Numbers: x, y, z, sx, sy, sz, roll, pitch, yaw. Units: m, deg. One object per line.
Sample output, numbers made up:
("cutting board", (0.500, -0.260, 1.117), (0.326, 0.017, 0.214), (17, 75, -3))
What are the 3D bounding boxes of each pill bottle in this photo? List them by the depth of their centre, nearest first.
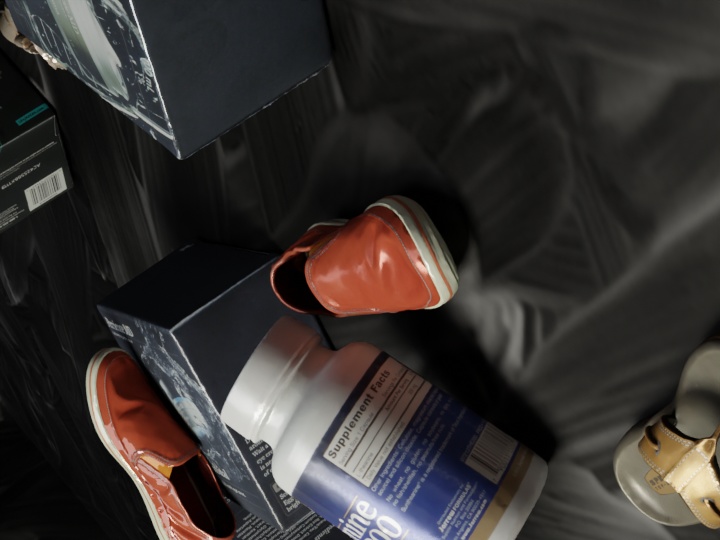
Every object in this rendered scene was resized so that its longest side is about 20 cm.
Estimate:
("pill bottle", (0.012, 0.117, 0.860), (0.199, 0.111, 0.111), (33, 155, 6))

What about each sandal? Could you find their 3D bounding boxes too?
("sandal", (0.162, 0.092, 0.652), (0.082, 0.054, 0.200), (51, 159, 10))

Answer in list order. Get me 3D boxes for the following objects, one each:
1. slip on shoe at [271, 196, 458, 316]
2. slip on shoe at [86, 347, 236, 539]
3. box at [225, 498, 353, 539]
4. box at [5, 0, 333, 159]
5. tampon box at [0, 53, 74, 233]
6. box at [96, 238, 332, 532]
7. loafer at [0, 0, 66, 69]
("slip on shoe", (0.000, 0.000, 0.833), (0.075, 0.061, 0.199), (61, 157, -12))
("slip on shoe", (-0.165, 0.153, 1.118), (0.061, 0.074, 0.202), (-25, 93, 34))
("box", (-0.064, 0.305, 1.342), (0.200, 0.117, 0.198), (41, 155, 30))
("box", (-0.132, -0.207, 0.748), (0.196, 0.124, 0.201), (35, 152, 37))
("tampon box", (-0.428, -0.151, 1.415), (0.200, 0.149, 0.127), (45, 156, 24))
("box", (-0.106, 0.091, 1.137), (0.196, 0.117, 0.202), (9, 130, 62))
("loafer", (-0.243, -0.191, 0.998), (0.072, 0.062, 0.201), (55, -175, -34))
